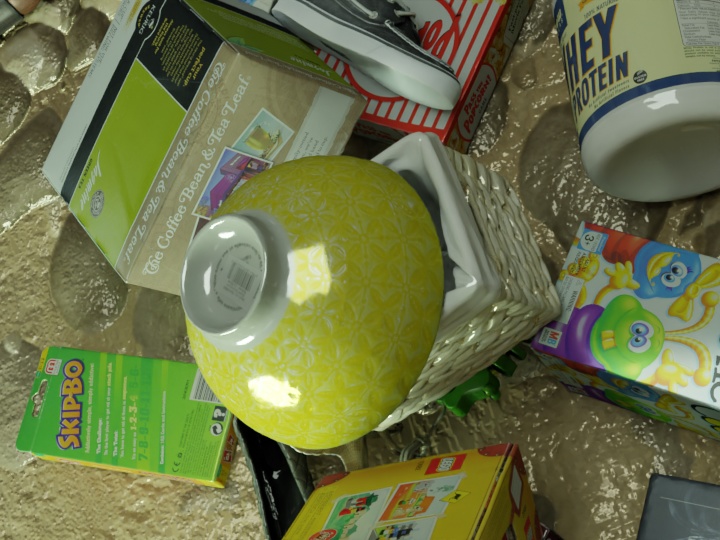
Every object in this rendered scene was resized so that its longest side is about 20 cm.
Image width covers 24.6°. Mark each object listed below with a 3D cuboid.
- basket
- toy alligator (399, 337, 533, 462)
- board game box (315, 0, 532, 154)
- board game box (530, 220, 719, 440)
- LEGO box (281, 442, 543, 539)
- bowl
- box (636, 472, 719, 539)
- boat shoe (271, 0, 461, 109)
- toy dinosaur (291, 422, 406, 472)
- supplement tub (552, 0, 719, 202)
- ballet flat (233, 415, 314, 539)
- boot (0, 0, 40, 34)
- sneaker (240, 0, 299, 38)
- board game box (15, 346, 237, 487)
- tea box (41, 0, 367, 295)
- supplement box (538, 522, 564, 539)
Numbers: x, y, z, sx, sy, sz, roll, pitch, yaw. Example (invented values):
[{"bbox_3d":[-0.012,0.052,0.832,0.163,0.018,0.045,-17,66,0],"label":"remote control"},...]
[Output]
[{"bbox_3d":[0.027,0.017,1.168,0.200,0.123,0.136,-36,58,29],"label":"basket"},{"bbox_3d":[0.094,0.070,1.243,0.054,0.059,0.201,19,78,29],"label":"toy alligator"},{"bbox_3d":[0.053,-0.202,1.384,0.151,0.046,0.201,17,77,29],"label":"board game box"},{"bbox_3d":[0.239,0.053,1.160,0.199,0.103,0.105,17,77,29],"label":"board game box"},{"bbox_3d":[0.025,0.196,1.069,0.148,0.200,0.078,-12,104,19],"label":"LEGO box"},{"bbox_3d":[-0.054,0.013,1.085,0.199,0.107,0.202,-11,73,39],"label":"bowl"},{"bbox_3d":[0.273,0.246,1.064,0.199,0.104,0.183,8,73,27],"label":"box"},{"bbox_3d":[0.014,-0.195,1.335,0.200,0.072,0.068,33,87,39],"label":"boat shoe"},{"bbox_3d":[-0.030,0.099,1.258,0.101,0.058,0.200,-26,61,-37],"label":"toy dinosaur"},{"bbox_3d":[0.223,-0.169,1.238,0.144,0.145,0.201,-16,63,17],"label":"supplement tub"},{"bbox_3d":[-0.057,0.189,1.248,0.066,0.057,0.201,-43,47,25],"label":"ballet flat"},{"bbox_3d":[-0.325,-0.353,1.605,0.200,0.068,0.189,-39,58,4],"label":"boot"},{"bbox_3d":[-0.104,-0.211,1.457,0.200,0.078,0.090,-41,40,-1],"label":"sneaker"},{"bbox_3d":[-0.191,0.119,1.370,0.199,0.030,0.096,6,71,23],"label":"board game box"},{"bbox_3d":[-0.130,-0.106,1.318,0.201,0.133,0.197,-61,40,16],"label":"tea box"},{"bbox_3d":[0.053,0.254,1.184,0.108,0.061,0.201,27,82,31],"label":"supplement box"}]
